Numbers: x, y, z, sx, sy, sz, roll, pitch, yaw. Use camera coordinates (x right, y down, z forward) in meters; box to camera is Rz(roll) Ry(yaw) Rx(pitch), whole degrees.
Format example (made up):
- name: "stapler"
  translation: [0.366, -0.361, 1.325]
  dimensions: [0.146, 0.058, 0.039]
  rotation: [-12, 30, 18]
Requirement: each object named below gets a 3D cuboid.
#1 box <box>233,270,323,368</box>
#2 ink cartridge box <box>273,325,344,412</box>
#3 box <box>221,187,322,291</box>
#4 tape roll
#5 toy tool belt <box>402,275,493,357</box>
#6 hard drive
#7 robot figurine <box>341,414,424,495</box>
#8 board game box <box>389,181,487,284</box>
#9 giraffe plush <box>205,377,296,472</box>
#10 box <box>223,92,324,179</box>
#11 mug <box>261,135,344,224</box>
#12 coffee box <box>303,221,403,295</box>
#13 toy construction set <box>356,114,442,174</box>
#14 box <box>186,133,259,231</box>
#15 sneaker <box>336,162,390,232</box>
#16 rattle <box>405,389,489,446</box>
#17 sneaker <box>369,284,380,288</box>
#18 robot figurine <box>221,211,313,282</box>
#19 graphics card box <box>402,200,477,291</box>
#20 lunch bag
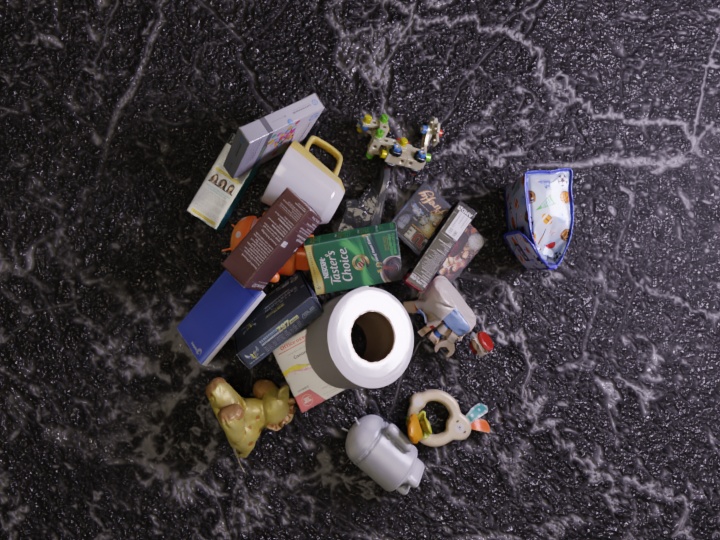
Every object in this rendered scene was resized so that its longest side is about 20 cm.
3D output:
- name: "box"
  translation: [-0.183, 0.100, 1.141]
  dimensions: [0.199, 0.158, 0.051]
  rotation: [-38, 117, 0]
- name: "ink cartridge box"
  translation: [-0.124, 0.196, 1.187]
  dimensions: [0.115, 0.067, 0.203]
  rotation: [-27, 90, -1]
- name: "box"
  translation: [-0.173, -0.058, 1.051]
  dimensions: [0.075, 0.100, 0.200]
  rotation: [43, 93, 11]
- name: "tape roll"
  translation: [-0.004, 0.147, 1.119]
  dimensions: [0.198, 0.139, 0.208]
  rotation: [6, 77, -25]
- name: "toy tool belt"
  translation: [0.192, 0.123, 1.185]
  dimensions: [0.122, 0.125, 0.201]
  rotation: [-39, 87, 30]
- name: "hard drive"
  translation: [-0.312, 0.091, 1.171]
  dimensions: [0.201, 0.025, 0.132]
  rotation: [-49, 54, -1]
- name: "robot figurine"
  translation: [0.047, 0.402, 1.167]
  dimensions: [0.199, 0.113, 0.170]
  rotation: [40, 123, -1]
- name: "board game box"
  translation: [0.175, -0.084, 1.213]
  dimensions: [0.199, 0.035, 0.136]
  rotation: [42, 89, -1]
- name: "giraffe plush"
  translation: [-0.227, 0.304, 1.153]
  dimensions: [0.160, 0.173, 0.203]
  rotation: [-26, 80, -22]
- name: "box"
  translation: [-0.184, -0.282, 1.110]
  dimensions: [0.199, 0.156, 0.042]
  rotation: [-38, 92, -32]
- name: "mug"
  translation: [-0.108, -0.195, 1.159]
  dimensions: [0.151, 0.149, 0.189]
  rotation: [30, 95, -9]
- name: "coffee box"
  translation: [-0.013, -0.024, 1.113]
  dimensions: [0.195, 0.044, 0.125]
  rotation: [-9, 119, 3]
- name: "toy construction set"
  translation: [0.091, -0.290, 1.188]
  dimensions: [0.195, 0.093, 0.133]
  rotation: [-1, 52, -8]
- name: "box"
  translation: [-0.304, -0.198, 1.196]
  dimensions: [0.081, 0.049, 0.202]
  rotation: [31, 89, -2]
- name: "sneaker"
  translation: [0.001, -0.152, 1.197]
  dimensions: [0.102, 0.060, 0.205]
  rotation: [11, 92, -6]
- name: "rattle"
  translation: [0.202, 0.335, 1.162]
  dimensions: [0.195, 0.143, 0.133]
  rotation: [13, 71, 5]
- name: "sneaker"
  translation: [0.000, 0.000, 1.190]
  dimensions: [0.196, 0.071, 0.100]
  rotation: [-12, 88, -2]
- name: "robot figurine"
  translation: [-0.200, -0.054, 1.163]
  dimensions: [0.195, 0.117, 0.147]
  rotation: [11, 96, -1]
- name: "graphics card box"
  translation: [0.165, -0.049, 1.132]
  dimensions: [0.050, 0.125, 0.202]
  rotation: [33, 89, 2]
- name: "lunch bag"
  translation: [0.384, -0.103, 1.151]
  dimensions: [0.121, 0.170, 0.205]
  rotation: [-4, 90, 2]
